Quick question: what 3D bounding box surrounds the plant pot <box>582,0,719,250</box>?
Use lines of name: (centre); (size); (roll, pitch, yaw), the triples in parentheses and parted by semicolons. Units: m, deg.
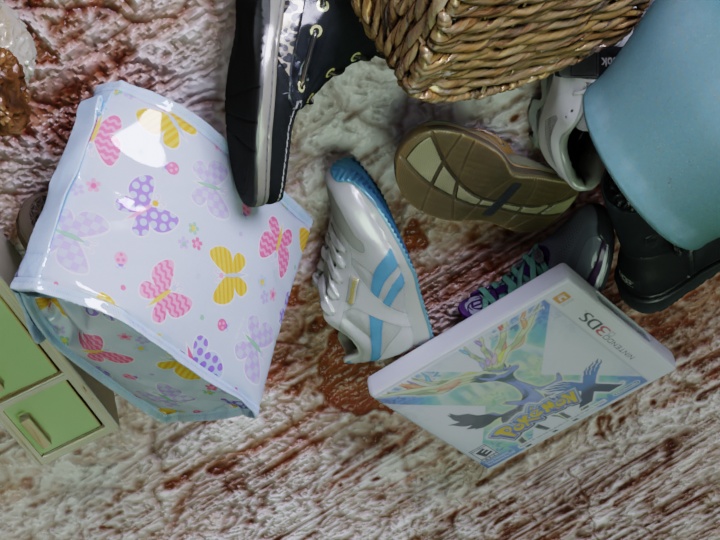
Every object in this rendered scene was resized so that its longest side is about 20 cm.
plant pot: (0.254, -0.119, 0.991); (0.187, 0.201, 0.199); (-35, 133, 29)

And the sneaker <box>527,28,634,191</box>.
sneaker: (0.174, -0.148, 1.113); (0.073, 0.089, 0.201); (-8, 131, -11)

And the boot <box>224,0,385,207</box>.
boot: (-0.009, -0.142, 1.027); (0.152, 0.073, 0.206); (1, 102, -24)

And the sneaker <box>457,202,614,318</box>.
sneaker: (0.135, 0.024, 1.263); (0.087, 0.075, 0.201); (12, 126, -22)

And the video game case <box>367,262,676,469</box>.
video game case: (0.136, 0.086, 1.266); (0.199, 0.022, 0.182); (-32, 137, 24)

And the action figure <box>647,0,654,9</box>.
action figure: (0.301, -0.191, 1.112); (0.191, 0.105, 0.202); (-10, 108, -4)

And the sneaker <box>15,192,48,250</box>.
sneaker: (-0.192, 0.021, 1.147); (0.075, 0.071, 0.200); (-28, 128, 33)

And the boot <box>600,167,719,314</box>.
boot: (0.272, -0.070, 1.176); (0.199, 0.076, 0.169); (-36, 148, -11)

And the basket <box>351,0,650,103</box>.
basket: (0.083, -0.211, 0.980); (0.199, 0.150, 0.143); (-19, 156, -31)

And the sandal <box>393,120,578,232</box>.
sandal: (0.093, -0.078, 1.175); (0.199, 0.054, 0.080); (12, 134, -46)

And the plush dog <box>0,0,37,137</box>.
plush dog: (-0.270, -0.156, 0.889); (0.198, 0.173, 0.161); (10, 126, -25)

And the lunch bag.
lunch bag: (-0.145, -0.012, 1.053); (0.126, 0.171, 0.200); (-6, 148, 35)

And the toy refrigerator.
toy refrigerator: (-0.263, 0.059, 1.154); (0.075, 0.070, 0.201); (-25, 134, 3)

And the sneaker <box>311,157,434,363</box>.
sneaker: (0.000, 0.000, 1.191); (0.080, 0.077, 0.201); (-19, 132, 0)
